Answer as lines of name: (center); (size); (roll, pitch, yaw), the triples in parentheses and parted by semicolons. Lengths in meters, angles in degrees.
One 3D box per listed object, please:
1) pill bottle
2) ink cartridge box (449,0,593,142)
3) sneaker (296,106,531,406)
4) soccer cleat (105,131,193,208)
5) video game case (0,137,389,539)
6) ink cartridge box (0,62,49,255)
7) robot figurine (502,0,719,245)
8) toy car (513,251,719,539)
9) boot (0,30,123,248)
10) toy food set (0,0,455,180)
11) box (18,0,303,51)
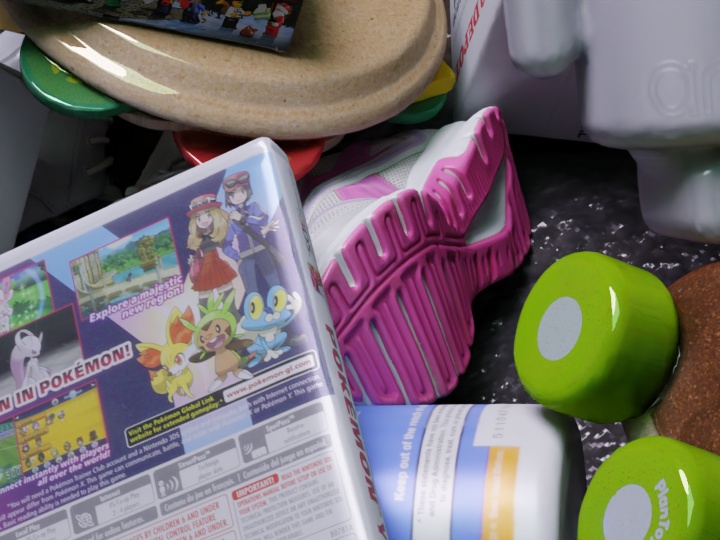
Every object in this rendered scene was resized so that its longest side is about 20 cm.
pill bottle: (-0.023, 0.103, 0.788); (0.199, 0.112, 0.112); (-1, 50, 12)
ink cartridge box: (0.087, -0.175, 0.940); (0.082, 0.146, 0.201); (4, 63, -8)
sneaker: (0.000, 0.000, 0.877); (0.088, 0.082, 0.200); (-8, 16, 24)
soccer cleat: (-0.075, -0.015, 0.911); (0.068, 0.085, 0.201); (-16, 47, 29)
video game case: (-0.095, 0.071, 0.749); (0.199, 0.023, 0.183); (-23, 60, 14)
ink cartridge box: (-0.223, 0.000, 0.884); (0.144, 0.085, 0.201); (11, 82, 22)
robot figurine: (0.128, -0.112, 0.781); (0.169, 0.201, 0.113); (-9, 7, -17)
toy car: (0.180, 0.024, 0.716); (0.200, 0.164, 0.158); (-48, 40, 31)
boot: (-0.132, -0.060, 0.993); (0.200, 0.074, 0.096); (-37, 75, -27)
toy food set: (-0.060, -0.112, 0.899); (0.199, 0.049, 0.198); (-18, 54, -37)
box: (-0.093, -0.173, 0.885); (0.136, 0.038, 0.200); (9, 42, -14)
